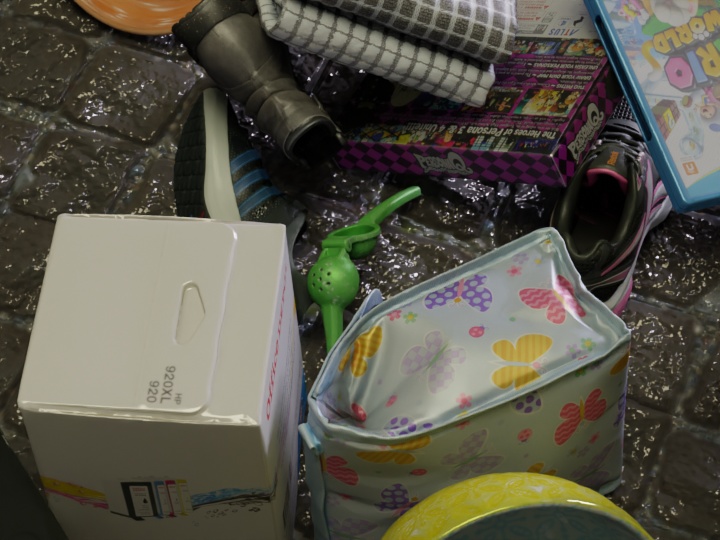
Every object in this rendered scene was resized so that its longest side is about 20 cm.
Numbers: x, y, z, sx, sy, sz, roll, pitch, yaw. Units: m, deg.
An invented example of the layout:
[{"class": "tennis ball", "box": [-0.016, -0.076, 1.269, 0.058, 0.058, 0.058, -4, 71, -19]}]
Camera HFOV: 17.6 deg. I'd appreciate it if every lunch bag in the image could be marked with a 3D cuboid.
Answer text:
[{"class": "lunch bag", "box": [0.055, 0.088, 1.430, 0.200, 0.170, 0.127, -26, 54, -14]}]

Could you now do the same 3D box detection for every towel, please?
[{"class": "towel", "box": [0.015, -0.209, 1.598, 0.165, 0.086, 0.200, 15, 31, -17]}]

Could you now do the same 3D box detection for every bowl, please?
[{"class": "bowl", "box": [0.075, 0.191, 1.361, 0.200, 0.200, 0.108, -17, 32, -9]}]

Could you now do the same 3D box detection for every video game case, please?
[{"class": "video game case", "box": [0.237, -0.142, 1.568, 0.143, 0.018, 0.200, -13, 70, -24]}, {"class": "video game case", "box": [0.097, -0.138, 1.626, 0.200, 0.036, 0.181, 6, 50, 39]}]

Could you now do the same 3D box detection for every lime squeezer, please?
[{"class": "lime squeezer", "box": [0.000, 0.000, 1.556, 0.038, 0.071, 0.200, -18, 41, 42]}]

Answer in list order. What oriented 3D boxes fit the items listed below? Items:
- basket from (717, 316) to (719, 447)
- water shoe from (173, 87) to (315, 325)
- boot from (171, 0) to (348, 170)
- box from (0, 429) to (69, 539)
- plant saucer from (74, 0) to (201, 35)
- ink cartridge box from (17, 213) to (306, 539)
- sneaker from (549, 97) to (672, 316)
[{"class": "basket", "box": [0.300, 0.086, 1.397, 0.149, 0.200, 0.143, 0, 84, 1]}, {"class": "water shoe", "box": [-0.079, -0.038, 1.605, 0.079, 0.072, 0.200, 8, 50, -24]}, {"class": "boot", "box": [-0.060, -0.124, 1.620, 0.070, 0.200, 0.132, -41, 86, 11]}, {"class": "box", "box": [-0.251, 0.191, 1.402, 0.148, 0.124, 0.200, -28, 56, -16]}, {"class": "plant saucer", "box": [-0.147, -0.275, 1.724, 0.200, 0.037, 0.200, 2, 96, 23]}, {"class": "ink cartridge box", "box": [-0.115, 0.081, 1.426, 0.144, 0.200, 0.147, 2, 54, 5]}, {"class": "sneaker", "box": [0.174, -0.056, 1.579, 0.080, 0.086, 0.200, 9, 55, 8]}]
